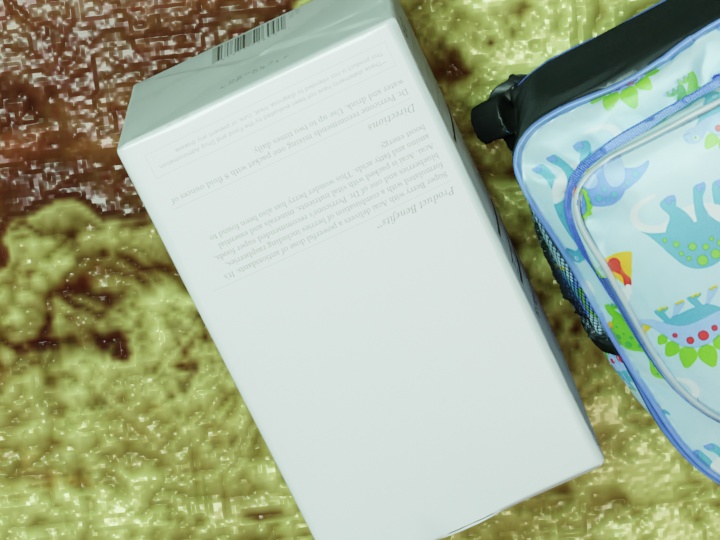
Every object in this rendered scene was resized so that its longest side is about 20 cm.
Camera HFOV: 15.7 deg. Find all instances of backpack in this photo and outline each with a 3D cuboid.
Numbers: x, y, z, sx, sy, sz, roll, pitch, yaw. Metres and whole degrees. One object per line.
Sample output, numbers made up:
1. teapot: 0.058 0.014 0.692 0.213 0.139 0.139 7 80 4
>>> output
1. backpack: 0.170 -0.012 1.043 0.183 0.147 0.200 -29 107 10

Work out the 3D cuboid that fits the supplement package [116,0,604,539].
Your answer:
1. supplement package: 0.000 0.000 1.057 0.121 0.120 0.200 -24 105 5
